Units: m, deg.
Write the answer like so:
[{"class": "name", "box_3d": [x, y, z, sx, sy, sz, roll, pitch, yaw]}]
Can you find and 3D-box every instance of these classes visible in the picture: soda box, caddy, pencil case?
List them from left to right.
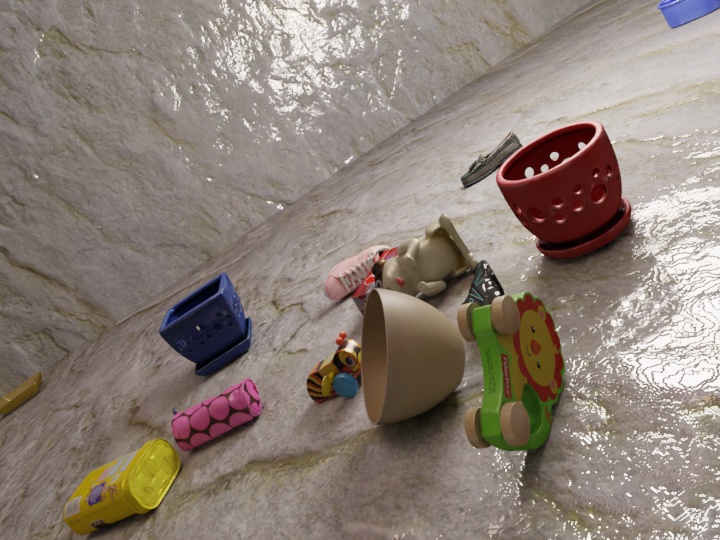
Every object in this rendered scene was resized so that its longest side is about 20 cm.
[{"class": "pencil case", "box_3d": [-0.294, 0.293, 1.336, 0.198, 0.092, 0.094, -26, 5, 16]}, {"class": "soda box", "box_3d": [0.058, 0.023, 1.459, 0.069, 0.064, 0.200, -18, 22, 37]}, {"class": "caddy", "box_3d": [1.013, -0.835, 1.977, 0.199, 0.106, 0.142, -15, 26, 45]}]

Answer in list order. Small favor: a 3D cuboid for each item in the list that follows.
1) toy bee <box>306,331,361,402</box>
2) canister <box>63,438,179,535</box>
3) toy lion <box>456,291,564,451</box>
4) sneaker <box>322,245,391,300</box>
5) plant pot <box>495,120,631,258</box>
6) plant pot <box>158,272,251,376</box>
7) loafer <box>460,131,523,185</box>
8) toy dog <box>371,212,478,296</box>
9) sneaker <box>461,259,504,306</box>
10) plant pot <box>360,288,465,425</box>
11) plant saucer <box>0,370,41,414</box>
[{"class": "toy bee", "box_3d": [-0.027, 0.163, 1.169, 0.199, 0.109, 0.131, -30, 16, 10]}, {"class": "canister", "box_3d": [-0.473, 0.429, 1.282, 0.198, 0.087, 0.149, -27, 18, 23]}, {"class": "toy lion", "box_3d": [0.202, 0.122, 0.809, 0.068, 0.191, 0.203, -18, 63, 39]}, {"class": "sneaker", "box_3d": [0.000, 0.000, 1.598, 0.199, 0.076, 0.104, -36, 12, -22]}, {"class": "plant pot", "box_3d": [0.363, -0.133, 1.138, 0.199, 0.184, 0.201, -29, 17, 10]}, {"class": "plant pot", "box_3d": [-0.396, 0.150, 1.724, 0.199, 0.181, 0.200, -32, 17, 0]}, {"class": "loafer", "box_3d": [0.360, -0.314, 1.819, 0.199, 0.063, 0.072, -32, 17, 3]}, {"class": "toy dog", "box_3d": [0.118, -0.015, 1.339, 0.199, 0.140, 0.194, -34, 17, 2]}, {"class": "sneaker", "box_3d": [0.208, 0.045, 1.123, 0.079, 0.076, 0.200, -30, 17, 15]}, {"class": "plant pot", "box_3d": [0.082, 0.130, 0.984, 0.133, 0.203, 0.200, 2, 14, -11]}, {"class": "plant saucer", "box_3d": [-1.458, 0.534, 2.787, 0.199, 0.049, 0.200, -37, 19, -12]}]
